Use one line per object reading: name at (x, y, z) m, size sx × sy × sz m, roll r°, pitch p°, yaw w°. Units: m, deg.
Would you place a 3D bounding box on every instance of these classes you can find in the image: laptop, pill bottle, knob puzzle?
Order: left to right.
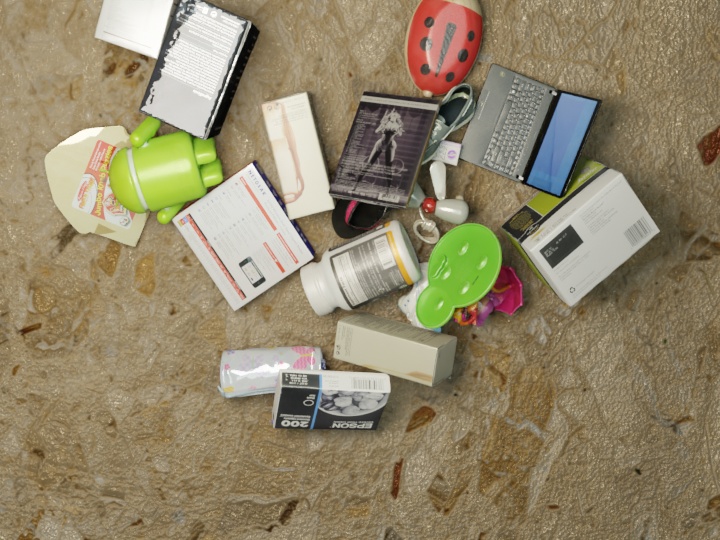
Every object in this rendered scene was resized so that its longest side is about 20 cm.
knob puzzle at (-0.454, -0.160, 1.616) m, size 0.215 × 0.030 × 0.225 m, roll -4°, pitch 104°, yaw -17°
pill bottle at (0.000, 0.000, 1.641) m, size 0.197 × 0.117 × 0.118 m, roll -23°, pitch 102°, yaw 11°
laptop at (0.289, -0.245, 1.609) m, size 0.197 × 0.103 × 0.180 m, roll 22°, pitch 97°, yaw 3°

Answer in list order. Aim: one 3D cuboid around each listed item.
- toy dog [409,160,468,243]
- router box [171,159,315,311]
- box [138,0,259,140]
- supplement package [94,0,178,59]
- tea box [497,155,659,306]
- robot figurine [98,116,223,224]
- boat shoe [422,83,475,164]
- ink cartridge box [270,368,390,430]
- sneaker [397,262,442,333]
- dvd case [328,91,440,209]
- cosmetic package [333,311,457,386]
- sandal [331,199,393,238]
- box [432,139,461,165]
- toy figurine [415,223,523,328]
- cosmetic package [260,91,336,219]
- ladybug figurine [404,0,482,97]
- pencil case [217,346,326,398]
toy dog at (0.097, -0.151, 1.638) m, size 0.198 × 0.132 × 0.097 m, roll 33°, pitch 55°, yaw -14°
router box at (-0.206, -0.061, 1.646) m, size 0.178 × 0.049 × 0.202 m, roll -32°, pitch 101°, yaw 8°
box at (-0.261, -0.332, 1.522) m, size 0.122 × 0.200 × 0.200 m, roll 21°, pitch 98°, yaw -6°
supplement package at (-0.353, -0.466, 1.535) m, size 0.112 × 0.110 × 0.204 m, roll 18°, pitch 99°, yaw -7°
tea box at (0.374, -0.075, 1.613) m, size 0.199 × 0.197 × 0.134 m, roll -40°, pitch 108°, yaw 5°
robot figurine at (-0.335, -0.166, 1.566) m, size 0.196 × 0.116 × 0.178 m, roll -16°, pitch 127°, yaw -3°
boat shoe at (0.126, -0.254, 1.597) m, size 0.199 × 0.062 × 0.073 m, roll -41°, pitch 70°, yaw -21°
ink cartridge box at (-0.059, 0.248, 1.658) m, size 0.194 × 0.044 × 0.202 m, roll 3°, pitch 143°, yaw -9°
sneaker at (0.111, 0.081, 1.699) m, size 0.085 × 0.075 × 0.205 m, roll 0°, pitch 93°, yaw 2°
dvd case at (0.041, -0.206, 1.565) m, size 0.146 × 0.016 × 0.204 m, roll 11°, pitch 73°, yaw 25°
cosmetic package at (0.062, 0.137, 1.640) m, size 0.197 × 0.105 × 0.073 m, roll 14°, pitch 103°, yaw 26°
sandal at (0.012, -0.107, 1.610) m, size 0.075 × 0.046 × 0.199 m, roll 40°, pitch 136°, yaw -19°
box at (0.080, -0.230, 1.647) m, size 0.196 × 0.039 × 0.042 m, roll 14°, pitch 100°, yaw -6°
toy figurine at (0.213, 0.042, 1.646) m, size 0.183 × 0.150 × 0.202 m, roll 30°, pitch 96°, yaw -47°
cosmetic package at (-0.106, -0.202, 1.608) m, size 0.085 × 0.103 × 0.204 m, roll -14°, pitch 100°, yaw 2°
ladybug figurine at (0.147, -0.400, 1.603) m, size 0.133 × 0.072 × 0.204 m, roll 12°, pitch 100°, yaw -7°
pencil case at (-0.160, 0.187, 1.685) m, size 0.195 × 0.083 × 0.093 m, roll 0°, pitch 73°, yaw -3°
